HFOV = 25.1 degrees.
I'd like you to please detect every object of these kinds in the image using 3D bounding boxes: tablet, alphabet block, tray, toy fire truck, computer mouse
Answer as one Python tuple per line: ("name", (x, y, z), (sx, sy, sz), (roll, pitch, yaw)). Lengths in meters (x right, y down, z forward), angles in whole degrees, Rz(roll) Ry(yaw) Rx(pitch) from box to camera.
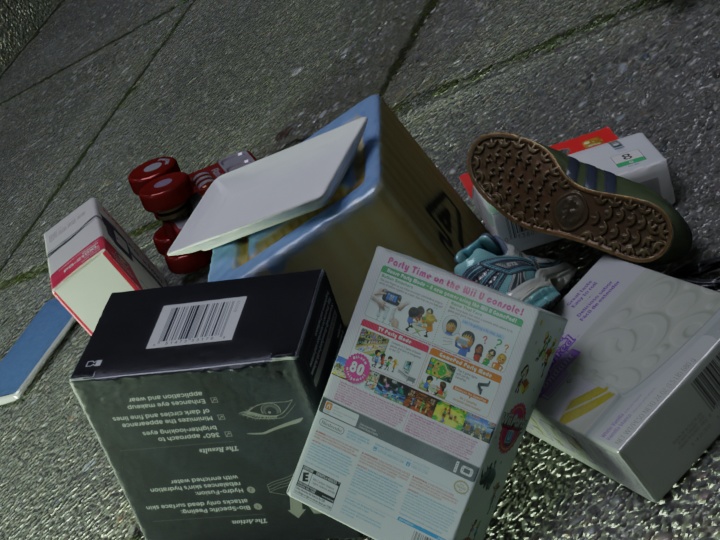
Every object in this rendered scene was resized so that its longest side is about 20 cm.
("tablet", (-0.434, 0.104, 2.149), (0.130, 0.014, 0.201), (-15, 34, 46))
("alphabet block", (0.000, 0.000, 1.447), (0.194, 0.200, 0.197), (-31, 26, 19))
("tray", (-0.078, -0.066, 1.400), (0.199, 0.022, 0.108), (-18, 33, 41))
("toy fire truck", (-0.187, -0.089, 2.012), (0.167, 0.113, 0.200), (-25, 23, -9))
("computer mouse", (0.289, 0.020, 1.197), (0.058, 0.034, 0.200), (-33, 15, -12))

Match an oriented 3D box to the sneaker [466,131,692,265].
("sneaker", (0.186, -0.053, 1.330), (0.199, 0.090, 0.068), (28, 101, 33))

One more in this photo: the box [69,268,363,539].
("box", (-0.104, 0.118, 1.332), (0.195, 0.201, 0.118), (-6, 36, 17))

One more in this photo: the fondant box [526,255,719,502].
("fondant box", (0.199, 0.074, 1.198), (0.144, 0.058, 0.200), (-46, 23, -9))

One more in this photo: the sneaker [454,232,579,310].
("sneaker", (0.124, 0.003, 1.331), (0.078, 0.086, 0.200), (-45, -4, 10))

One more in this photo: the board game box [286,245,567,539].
("board game box", (0.048, 0.102, 1.201), (0.147, 0.064, 0.202), (22, 92, 30))

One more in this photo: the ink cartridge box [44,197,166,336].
("ink cartridge box", (-0.299, 0.015, 1.933), (0.084, 0.145, 0.200), (-38, 24, 2))

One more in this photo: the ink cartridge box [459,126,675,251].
("ink cartridge box", (0.177, -0.092, 1.463), (0.160, 0.050, 0.200), (-17, 27, -1))
